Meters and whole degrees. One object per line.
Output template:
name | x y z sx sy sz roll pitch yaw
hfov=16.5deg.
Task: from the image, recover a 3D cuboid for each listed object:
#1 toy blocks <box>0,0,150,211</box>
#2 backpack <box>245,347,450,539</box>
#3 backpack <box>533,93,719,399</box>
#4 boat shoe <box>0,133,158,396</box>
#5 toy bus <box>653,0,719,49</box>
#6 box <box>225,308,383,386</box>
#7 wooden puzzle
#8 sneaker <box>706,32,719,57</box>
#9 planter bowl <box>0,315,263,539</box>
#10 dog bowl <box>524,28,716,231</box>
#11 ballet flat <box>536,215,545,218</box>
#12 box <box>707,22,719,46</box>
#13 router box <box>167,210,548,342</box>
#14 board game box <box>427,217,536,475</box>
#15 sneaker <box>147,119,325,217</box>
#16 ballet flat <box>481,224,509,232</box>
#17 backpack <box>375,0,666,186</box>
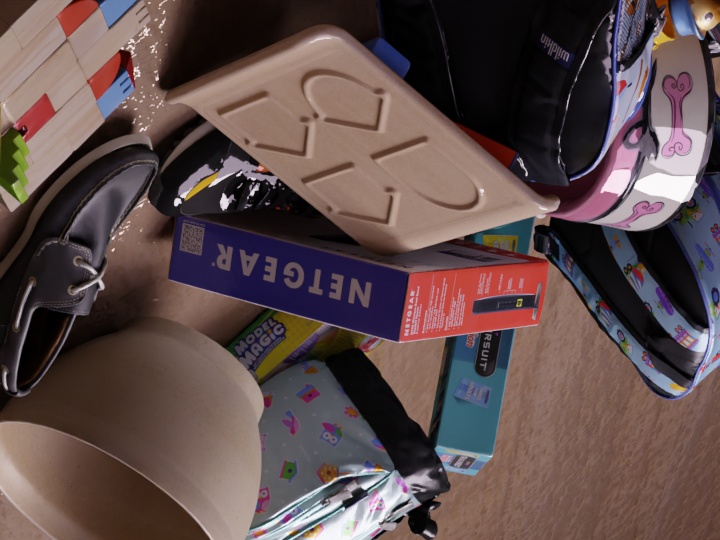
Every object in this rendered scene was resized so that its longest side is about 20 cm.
toy blocks | -0.175 -0.123 1.345 0.137 0.100 0.200 -46 160 -12
backpack | -0.052 0.158 1.917 0.200 0.167 0.127 -31 136 -7
backpack | 0.238 -0.015 1.864 0.134 0.200 0.183 -17 149 -21
boat shoe | -0.183 -0.004 1.587 0.072 0.068 0.200 -2 137 -55
toy bus | 0.201 -0.214 1.617 0.192 0.200 0.136 -33 159 9
box | -0.058 0.071 1.972 0.200 0.048 0.117 -40 158 8
wooden puzzle | 0.003 -0.085 1.527 0.185 0.200 0.046 -15 -134 57
sneaker | 0.307 -0.200 1.898 0.200 0.070 0.090 -32 154 -21
planter bowl | -0.150 0.119 1.756 0.135 0.200 0.200 -58 170 -30
dog bowl | 0.158 -0.123 1.738 0.074 0.200 0.200 -8 146 -31
ballet flat | 0.192 -0.111 1.948 0.200 0.072 0.072 -41 160 27
box | 0.279 -0.209 1.731 0.106 0.200 0.122 -40 159 5
router box | 0.000 0.000 1.720 0.179 0.199 0.049 -5 106 -56
board game box | 0.094 0.054 1.968 0.151 0.047 0.201 103 -3 -80
sneaker | -0.043 -0.067 1.649 0.200 0.090 0.070 -24 155 -35
ballet flat | 0.057 -0.066 1.814 0.074 0.074 0.200 -29 -166 -22
backpack | 0.097 -0.155 1.533 0.154 0.199 0.191 -39 139 -48
